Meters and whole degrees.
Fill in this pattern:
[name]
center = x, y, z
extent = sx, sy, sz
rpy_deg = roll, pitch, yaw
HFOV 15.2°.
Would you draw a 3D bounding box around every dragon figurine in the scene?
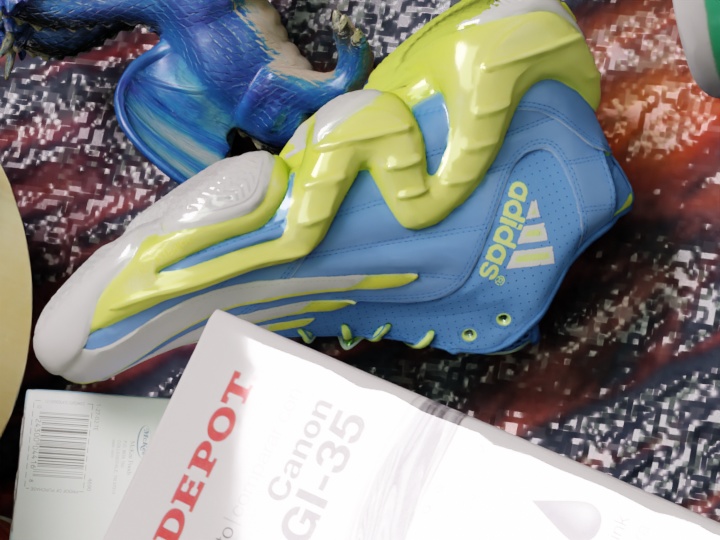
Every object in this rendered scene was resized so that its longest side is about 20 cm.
[dragon figurine]
center = -0.047, -0.057, 0.905
extent = 0.099, 0.059, 0.200
rpy_deg = -42, 95, 2

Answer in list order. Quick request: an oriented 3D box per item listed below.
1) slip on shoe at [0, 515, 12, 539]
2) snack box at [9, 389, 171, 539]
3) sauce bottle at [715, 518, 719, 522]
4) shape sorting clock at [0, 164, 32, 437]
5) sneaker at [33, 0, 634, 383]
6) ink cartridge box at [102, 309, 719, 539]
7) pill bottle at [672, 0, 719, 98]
[slip on shoe]
center = -0.203, 0.122, 0.913
extent = 0.199, 0.061, 0.075
rpy_deg = -15, 72, 15
[snack box]
center = -0.058, 0.142, 0.857
extent = 0.115, 0.037, 0.201
rpy_deg = 4, 75, 3
[sauce bottle]
center = 0.101, 0.124, 0.808
extent = 0.065, 0.065, 0.201
rpy_deg = 34, 89, 24
[shape sorting clock]
center = -0.205, 0.010, 0.866
extent = 0.199, 0.039, 0.202
rpy_deg = 2, 82, -12
[sneaker]
center = 0.000, 0.000, 0.845
extent = 0.199, 0.076, 0.105
rpy_deg = -33, 97, 1
[ink cartridge box]
center = 0.019, 0.118, 0.762
extent = 0.199, 0.083, 0.147
rpy_deg = 22, 81, 27
[pill bottle]
center = 0.199, -0.110, 0.818
extent = 0.199, 0.113, 0.114
rpy_deg = 0, 74, 18
